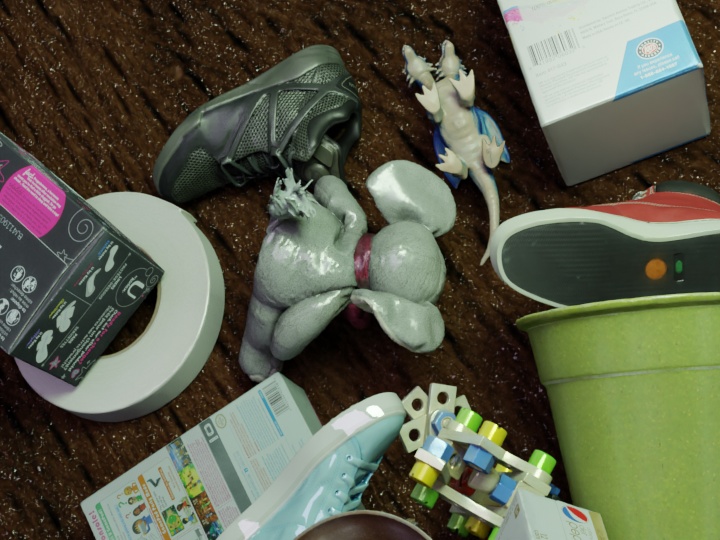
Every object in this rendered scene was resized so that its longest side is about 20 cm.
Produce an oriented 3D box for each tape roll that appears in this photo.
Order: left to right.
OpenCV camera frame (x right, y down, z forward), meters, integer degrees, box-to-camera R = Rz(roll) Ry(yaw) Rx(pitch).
[{"bbox_3d":[-0.215,0.030,1.229,0.200,0.037,0.205,-6,70,18],"label":"tape roll"}]

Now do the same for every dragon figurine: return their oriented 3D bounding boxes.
[{"bbox_3d":[0.088,-0.107,1.159,0.058,0.099,0.202,-24,85,8],"label":"dragon figurine"}]

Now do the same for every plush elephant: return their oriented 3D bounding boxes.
[{"bbox_3d":[0.000,0.000,1.105,0.153,0.200,0.166,17,64,2],"label":"plush elephant"}]

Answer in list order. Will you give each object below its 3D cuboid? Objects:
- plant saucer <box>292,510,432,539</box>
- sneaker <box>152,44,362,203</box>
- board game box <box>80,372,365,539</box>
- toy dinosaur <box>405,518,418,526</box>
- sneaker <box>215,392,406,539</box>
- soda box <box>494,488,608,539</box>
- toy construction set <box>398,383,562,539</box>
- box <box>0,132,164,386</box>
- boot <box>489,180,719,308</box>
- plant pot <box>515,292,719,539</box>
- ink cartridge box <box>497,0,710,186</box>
[{"bbox_3d":[0.000,0.264,0.935,0.199,0.034,0.203,-15,65,33],"label":"plant saucer"},{"bbox_3d":[-0.083,-0.101,1.207,0.198,0.076,0.115,-29,58,1],"label":"sneaker"},{"bbox_3d":[-0.105,0.201,1.117,0.199,0.064,0.148,-32,65,5],"label":"board game box"},{"bbox_3d":[0.043,0.279,1.032,0.105,0.061,0.201,-4,41,12],"label":"toy dinosaur"},{"bbox_3d":[-0.025,0.180,1.027,0.200,0.074,0.082,-48,68,13],"label":"sneaker"},{"bbox_3d":[0.101,0.252,0.932,0.063,0.068,0.202,17,111,-9],"label":"soda box"},{"bbox_3d":[0.079,0.149,1.020,0.130,0.200,0.093,32,91,-9],"label":"toy construction set"},{"bbox_3d":[-0.289,-0.018,1.189,0.199,0.115,0.133,37,88,28],"label":"box"},{"bbox_3d":[0.189,-0.028,1.051,0.197,0.145,0.073,0,110,-3],"label":"boot"},{"bbox_3d":[0.214,0.122,0.979,0.198,0.200,0.193,-6,81,17],"label":"plant pot"},{"bbox_3d":[0.185,-0.197,1.121,0.127,0.125,0.202,-19,66,11],"label":"ink cartridge box"}]
